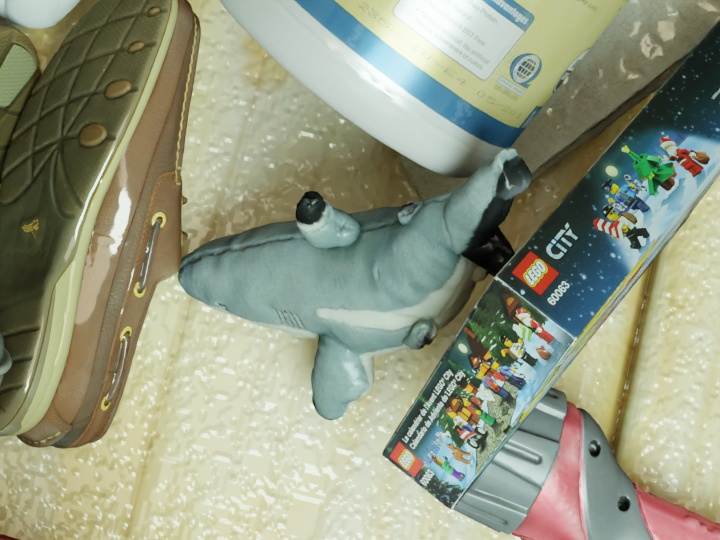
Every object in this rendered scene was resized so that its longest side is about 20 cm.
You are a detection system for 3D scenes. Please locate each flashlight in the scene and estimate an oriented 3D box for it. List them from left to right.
[{"bbox_3d":[0.136,0.109,0.907,0.199,0.068,0.068,22,50,-7],"label":"flashlight"}]

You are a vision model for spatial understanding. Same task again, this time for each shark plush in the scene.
[{"bbox_3d":[0.000,0.000,0.836,0.083,0.200,0.091,32,74,-20],"label":"shark plush"}]

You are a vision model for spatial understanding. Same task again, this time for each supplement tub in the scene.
[{"bbox_3d":[0.051,-0.152,0.819,0.145,0.145,0.200,39,103,-2],"label":"supplement tub"}]

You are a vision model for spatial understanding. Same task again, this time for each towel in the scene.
[{"bbox_3d":[0.078,-0.124,0.907,0.200,0.034,0.133,-37,84,14],"label":"towel"}]

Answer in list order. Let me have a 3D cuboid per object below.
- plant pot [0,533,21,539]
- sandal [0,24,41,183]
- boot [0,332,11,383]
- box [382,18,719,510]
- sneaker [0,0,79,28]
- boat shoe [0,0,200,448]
[{"bbox_3d":[-0.158,0.196,0.790,0.199,0.182,0.201,1,83,-9],"label":"plant pot"},{"bbox_3d":[-0.206,-0.024,0.873,0.054,0.080,0.200,33,83,18],"label":"sandal"},{"bbox_3d":[-0.169,-0.064,0.781,0.181,0.073,0.201,23,96,-38],"label":"boot"},{"bbox_3d":[0.096,-0.010,0.840,0.038,0.137,0.200,38,54,7],"label":"box"},{"bbox_3d":[-0.085,-0.161,0.855,0.080,0.200,0.077,30,40,-12],"label":"sneaker"},{"bbox_3d":[-0.109,-0.022,0.888,0.067,0.072,0.201,24,81,-44],"label":"boat shoe"}]
